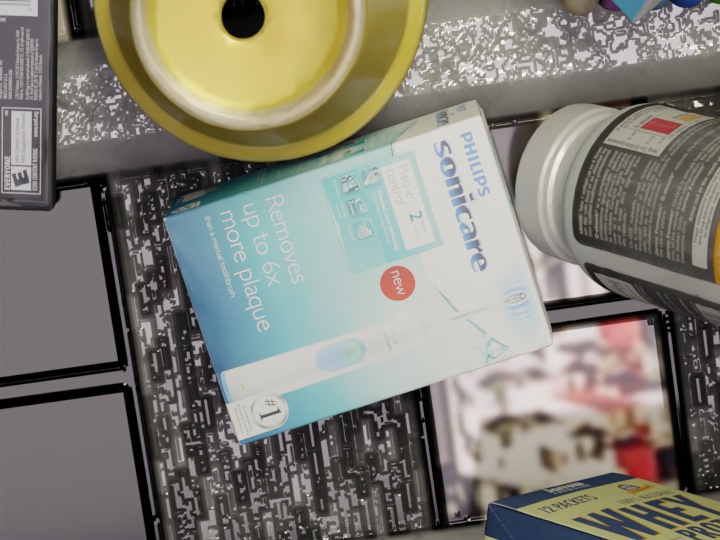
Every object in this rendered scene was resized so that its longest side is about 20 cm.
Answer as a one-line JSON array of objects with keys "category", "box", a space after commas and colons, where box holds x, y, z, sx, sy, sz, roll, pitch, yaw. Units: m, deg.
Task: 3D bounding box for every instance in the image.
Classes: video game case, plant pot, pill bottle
[{"category": "video game case", "box": [-0.272, -0.139, 1.665, 0.180, 0.026, 0.201, 2, 101, 0]}, {"category": "plant pot", "box": [-0.060, -0.155, 1.576, 0.199, 0.189, 0.202, 0, 101, 2]}, {"category": "pill bottle", "box": [0.188, -0.033, 1.582, 0.116, 0.200, 0.117, -13, 111, -37]}]

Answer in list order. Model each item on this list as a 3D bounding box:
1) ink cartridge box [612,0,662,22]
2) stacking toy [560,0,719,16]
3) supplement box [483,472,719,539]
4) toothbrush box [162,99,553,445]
[{"category": "ink cartridge box", "box": [0.151, -0.277, 1.527, 0.147, 0.146, 0.200, -40, 82, -23]}, {"category": "stacking toy", "box": [0.218, -0.188, 1.623, 0.199, 0.085, 0.086, 2, 101, -3]}, {"category": "supplement box", "box": [0.179, 0.244, 1.628, 0.199, 0.134, 0.201, 14, 103, 37]}, {"category": "toothbrush box", "box": [0.000, 0.000, 1.656, 0.199, 0.085, 0.147, -17, 100, 3]}]
